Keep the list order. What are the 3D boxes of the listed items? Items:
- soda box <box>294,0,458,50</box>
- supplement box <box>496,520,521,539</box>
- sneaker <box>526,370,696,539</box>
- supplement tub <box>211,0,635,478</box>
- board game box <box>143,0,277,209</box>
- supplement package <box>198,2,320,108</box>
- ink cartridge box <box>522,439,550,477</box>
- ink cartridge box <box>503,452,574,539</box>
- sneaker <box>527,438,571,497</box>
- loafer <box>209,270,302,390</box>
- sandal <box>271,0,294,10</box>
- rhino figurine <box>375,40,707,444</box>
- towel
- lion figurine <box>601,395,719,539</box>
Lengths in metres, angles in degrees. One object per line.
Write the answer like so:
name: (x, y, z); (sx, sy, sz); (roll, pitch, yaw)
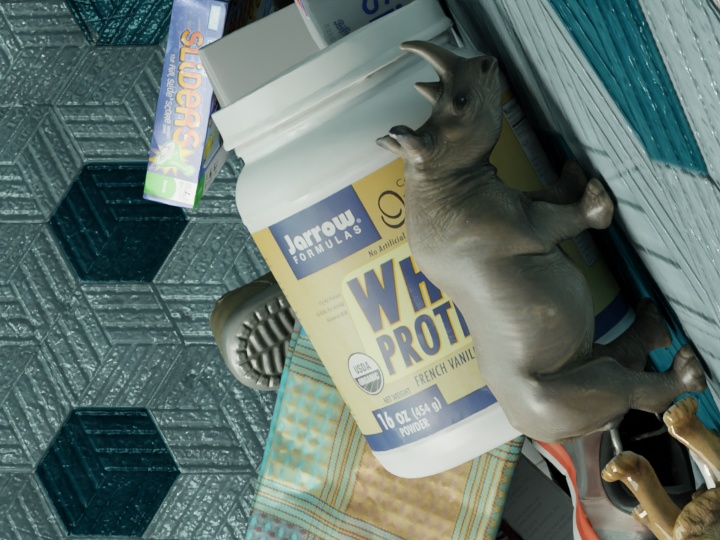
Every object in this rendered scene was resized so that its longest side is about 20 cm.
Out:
soda box: (-0.018, -0.179, 1.374); (0.068, 0.063, 0.200); (59, 177, 45)
supplement box: (0.052, 0.159, 1.523); (0.200, 0.061, 0.109); (46, 172, 24)
sneaker: (0.130, 0.069, 1.419); (0.200, 0.077, 0.082); (-116, 30, -41)
supplement tub: (0.029, -0.018, 1.329); (0.200, 0.144, 0.144); (60, 177, -4)
board game box: (-0.085, -0.137, 1.716); (0.200, 0.034, 0.135); (-65, -13, -64)
supplement package: (-0.007, -0.078, 1.621); (0.121, 0.120, 0.200); (63, 178, 11)
ink cartridge box: (0.081, 0.062, 1.853); (0.200, 0.085, 0.145); (61, 178, 18)
ink cartridge box: (0.089, 0.141, 1.614); (0.200, 0.047, 0.198); (41, 172, 34)
sneaker: (0.119, 0.073, 1.530); (0.200, 0.074, 0.085); (52, 175, -23)
loafer: (0.000, 0.000, 1.541); (0.070, 0.200, 0.075); (27, 133, 55)
sandal: (-0.033, -0.193, 1.642); (0.200, 0.045, 0.075); (-90, -19, -76)
rhino figurine: (0.068, -0.014, 1.232); (0.200, 0.087, 0.060); (61, 177, -3)
towel: (0.017, 0.083, 1.455); (0.147, 0.200, 0.022); (20, -168, 28)
lion figurine: (0.169, 0.128, 1.235); (0.123, 0.072, 0.200); (52, -171, 18)
